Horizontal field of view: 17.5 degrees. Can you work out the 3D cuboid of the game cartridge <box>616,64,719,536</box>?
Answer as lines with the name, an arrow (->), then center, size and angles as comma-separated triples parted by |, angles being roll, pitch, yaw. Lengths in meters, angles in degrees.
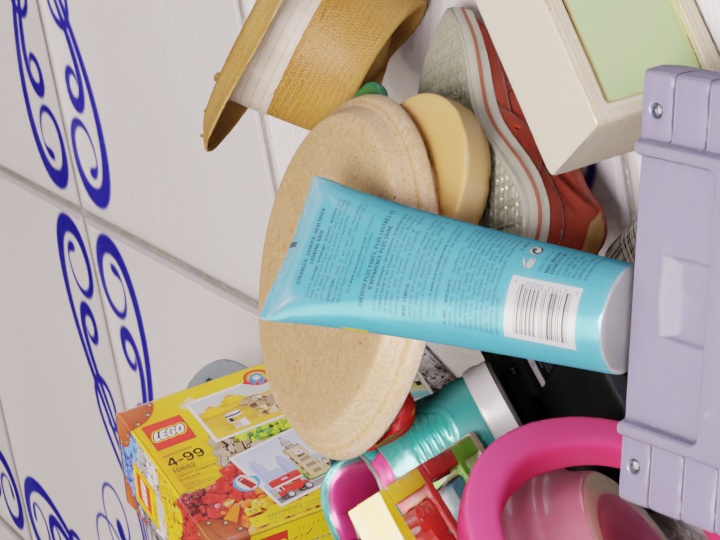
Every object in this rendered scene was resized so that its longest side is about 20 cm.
game cartridge -> 0.169, 0.019, 1.013 | 0.129, 0.038, 0.202 | 19, 111, 54

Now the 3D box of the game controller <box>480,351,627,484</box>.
game controller -> 0.105, 0.042, 1.286 | 0.201, 0.042, 0.104 | 63, 142, 23

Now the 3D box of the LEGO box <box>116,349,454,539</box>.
LEGO box -> -0.029, 0.124, 1.438 | 0.149, 0.199, 0.078 | 46, 147, 48

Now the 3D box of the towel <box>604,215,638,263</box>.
towel -> 0.183, 0.050, 1.090 | 0.201, 0.034, 0.193 | 68, 158, 11

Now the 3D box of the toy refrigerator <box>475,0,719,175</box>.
toy refrigerator -> 0.094, -0.156, 1.101 | 0.201, 0.075, 0.070 | 68, 158, 13

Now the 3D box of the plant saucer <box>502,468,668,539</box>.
plant saucer -> 0.134, 0.177, 1.167 | 0.201, 0.051, 0.201 | 51, -163, -22

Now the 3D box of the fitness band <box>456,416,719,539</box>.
fitness band -> 0.127, 0.145, 1.071 | 0.038, 0.143, 0.201 | 98, 152, -46

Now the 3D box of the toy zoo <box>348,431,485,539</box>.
toy zoo -> 0.056, 0.153, 1.123 | 0.132, 0.020, 0.200 | 58, -162, 5

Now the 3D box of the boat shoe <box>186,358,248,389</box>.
boat shoe -> -0.053, 0.119, 1.693 | 0.067, 0.074, 0.200 | 51, 169, -33

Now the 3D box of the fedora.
fedora -> -0.017, -0.134, 1.332 | 0.081, 0.201, 0.201 | 30, 152, 0

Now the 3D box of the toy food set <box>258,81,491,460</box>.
toy food set -> 0.000, 0.000, 1.243 | 0.198, 0.048, 0.202 | 13, 96, 64

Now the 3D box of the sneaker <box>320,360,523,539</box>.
sneaker -> 0.041, 0.127, 1.314 | 0.084, 0.120, 0.200 | 62, 178, 26

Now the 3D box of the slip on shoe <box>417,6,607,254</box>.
slip on shoe -> 0.076, -0.068, 1.231 | 0.201, 0.061, 0.074 | -113, 38, -48

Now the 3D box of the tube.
tube -> 0.042, 0.005, 1.118 | 0.199, 0.078, 0.050 | 13, 161, 34
